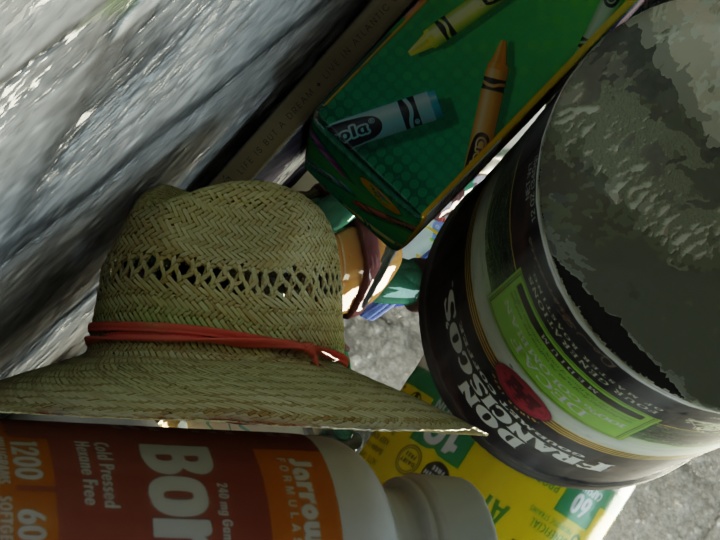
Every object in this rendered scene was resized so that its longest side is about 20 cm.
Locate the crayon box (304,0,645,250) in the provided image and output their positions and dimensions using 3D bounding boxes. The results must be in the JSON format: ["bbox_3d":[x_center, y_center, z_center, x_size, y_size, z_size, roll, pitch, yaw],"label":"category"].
[{"bbox_3d":[0.067,-0.101,0.766,0.200,0.058,0.119,-46,178,-6],"label":"crayon box"}]

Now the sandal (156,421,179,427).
[{"bbox_3d":[-0.127,0.082,1.005,0.200,0.054,0.080,-46,177,30],"label":"sandal"}]

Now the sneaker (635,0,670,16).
[{"bbox_3d":[0.166,-0.111,0.817,0.088,0.074,0.200,-52,178,-1],"label":"sneaker"}]

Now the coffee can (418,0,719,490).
[{"bbox_3d":[0.112,-0.002,0.743,0.146,0.146,0.200,-44,177,-16],"label":"coffee can"}]

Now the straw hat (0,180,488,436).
[{"bbox_3d":[-0.049,0.012,0.694,0.201,0.200,0.085,103,-10,-86],"label":"straw hat"}]

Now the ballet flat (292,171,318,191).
[{"bbox_3d":[-0.007,-0.043,1.011,0.200,0.068,0.072,-37,153,-47],"label":"ballet flat"}]

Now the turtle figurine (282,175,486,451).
[{"bbox_3d":[0.000,0.000,0.902,0.200,0.101,0.150,-22,141,-43],"label":"turtle figurine"}]

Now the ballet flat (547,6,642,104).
[{"bbox_3d":[0.115,-0.115,1.052,0.068,0.068,0.200,-43,142,-37],"label":"ballet flat"}]

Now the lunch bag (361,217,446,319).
[{"bbox_3d":[0.057,-0.055,1.246,0.161,0.082,0.200,-43,-179,-31],"label":"lunch bag"}]

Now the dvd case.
[{"bbox_3d":[-0.006,-0.078,0.813,0.200,0.016,0.149,-47,178,24],"label":"dvd case"}]

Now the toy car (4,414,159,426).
[{"bbox_3d":[-0.135,0.127,0.855,0.177,0.184,0.200,-46,-154,26],"label":"toy car"}]

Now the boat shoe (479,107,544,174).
[{"bbox_3d":[0.061,-0.107,0.913,0.200,0.071,0.069,-61,175,-61],"label":"boat shoe"}]

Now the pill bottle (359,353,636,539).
[{"bbox_3d":[0.026,0.143,0.877,0.200,0.113,0.113,-56,178,-3],"label":"pill bottle"}]

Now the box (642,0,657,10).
[{"bbox_3d":[0.171,-0.140,1.023,0.036,0.143,0.200,-5,-168,2],"label":"box"}]

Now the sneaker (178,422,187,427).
[{"bbox_3d":[-0.094,0.072,1.165,0.200,0.075,0.100,-47,178,32],"label":"sneaker"}]

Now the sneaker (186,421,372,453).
[{"bbox_3d":[-0.040,0.082,1.014,0.080,0.201,0.070,-38,149,20],"label":"sneaker"}]

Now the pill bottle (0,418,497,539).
[{"bbox_3d":[-0.057,0.111,0.695,0.199,0.113,0.112,4,155,-21],"label":"pill bottle"}]
